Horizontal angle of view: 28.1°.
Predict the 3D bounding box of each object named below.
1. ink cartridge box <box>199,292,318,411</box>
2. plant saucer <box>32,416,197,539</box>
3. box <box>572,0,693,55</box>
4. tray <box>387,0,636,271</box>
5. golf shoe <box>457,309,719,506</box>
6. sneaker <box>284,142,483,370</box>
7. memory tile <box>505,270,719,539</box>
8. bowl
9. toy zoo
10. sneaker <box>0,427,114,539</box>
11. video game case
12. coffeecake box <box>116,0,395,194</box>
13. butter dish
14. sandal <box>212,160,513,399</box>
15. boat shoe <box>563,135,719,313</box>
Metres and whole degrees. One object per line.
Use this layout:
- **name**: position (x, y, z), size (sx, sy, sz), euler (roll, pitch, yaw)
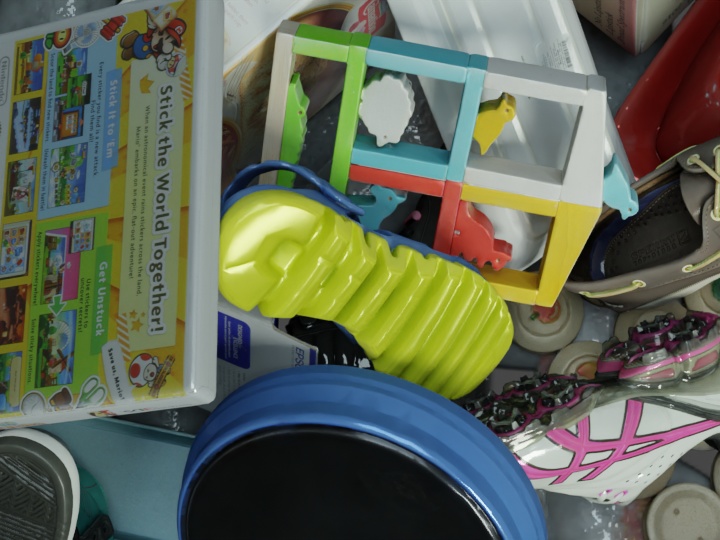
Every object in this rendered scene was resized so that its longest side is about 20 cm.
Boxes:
- **ink cartridge box**: position (-0.105, 0.025, 0.794), size (0.199, 0.100, 0.039), euler (23, 50, 14)
- **plant saucer**: position (-0.105, 0.129, 0.830), size (0.199, 0.019, 0.070), euler (11, 78, 2)
- **box**: position (0.124, -0.244, 0.837), size (0.109, 0.128, 0.200), euler (-44, 70, -7)
- **tray**: position (0.088, -0.104, 0.784), size (0.107, 0.022, 0.201), euler (-32, 112, -21)
- **golf shoe**: position (0.122, 0.096, 0.784), size (0.199, 0.073, 0.093), euler (-20, 103, -12)
- **sneaker**: position (0.012, 0.009, 0.827), size (0.099, 0.071, 0.201), euler (12, 82, -2)
- **memory tile**: position (0.188, 0.059, 0.845), size (0.153, 0.017, 0.201), euler (-32, 80, -6)
- **bowl**: position (-0.003, 0.143, 0.748), size (0.200, 0.201, 0.039), euler (22, 35, 5)
- **toy zoo**: position (0.047, -0.051, 0.754), size (0.199, 0.020, 0.132), euler (11, 122, 1)
- **sneaker**: position (-0.172, 0.131, 0.755), size (0.083, 0.200, 0.121), euler (31, 35, 1)
- **video game case**: position (-0.149, -0.026, 0.686), size (0.181, 0.023, 0.201), euler (-9, 69, 23)
- **coffeecake box**: position (-0.075, -0.118, 0.812), size (0.200, 0.154, 0.073), euler (-42, 78, -8)
- **butter dish**: position (0.274, -0.103, 0.810), size (0.200, 0.148, 0.200), euler (35, 77, 7)
- **sandal**: position (0.000, 0.000, 0.736), size (0.200, 0.087, 0.080), euler (34, 102, -36)
- **boat shoe**: position (0.187, -0.035, 0.762), size (0.059, 0.200, 0.072), euler (3, 65, -40)
